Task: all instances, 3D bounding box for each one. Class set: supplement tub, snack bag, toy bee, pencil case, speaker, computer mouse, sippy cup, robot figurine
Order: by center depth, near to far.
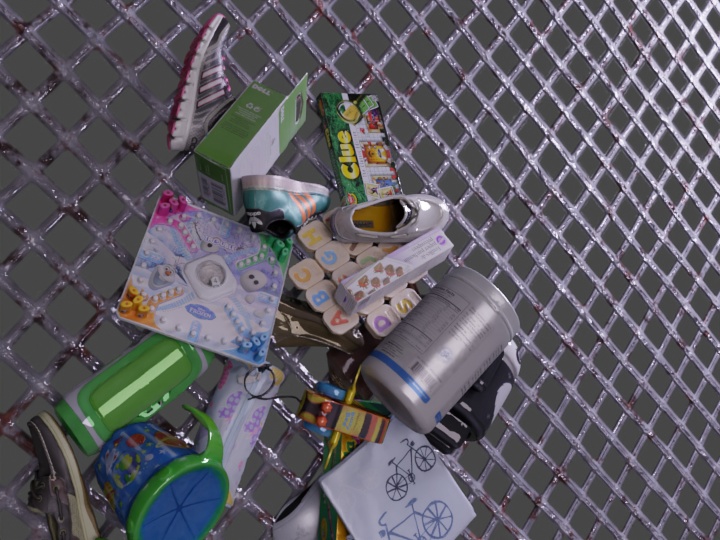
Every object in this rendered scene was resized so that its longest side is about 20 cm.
[{"bbox_3d":[-0.248,0.255,0.990,0.177,0.129,0.142,-33,136,-33],"label":"sippy cup"},{"bbox_3d":[-0.042,0.188,1.048,0.196,0.108,0.134,0,93,-21],"label":"toy bee"},{"bbox_3d":[-0.284,0.144,1.049,0.199,0.088,0.089,-38,101,-26],"label":"speaker"},{"bbox_3d":[-0.171,0.211,1.098,0.082,0.090,0.203,30,72,-26],"label":"pencil case"},{"bbox_3d":[0.107,0.108,1.120,0.200,0.132,0.132,-44,104,-16],"label":"supplement tub"},{"bbox_3d":[0.049,0.316,1.130,0.188,0.021,0.202,-35,94,-33],"label":"snack bag"},{"bbox_3d":[-0.040,0.328,1.180,0.200,0.044,0.111,-41,104,-25],"label":"computer mouse"},{"bbox_3d":[0.160,0.173,1.230,0.201,0.149,0.125,-54,125,-26],"label":"robot figurine"}]

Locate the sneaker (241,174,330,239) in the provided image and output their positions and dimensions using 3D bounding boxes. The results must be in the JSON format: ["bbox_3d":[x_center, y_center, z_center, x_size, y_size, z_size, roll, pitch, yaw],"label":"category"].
[{"bbox_3d":[-0.103,-0.083,1.144,0.199,0.070,0.082,2,89,-64],"label":"sneaker"}]

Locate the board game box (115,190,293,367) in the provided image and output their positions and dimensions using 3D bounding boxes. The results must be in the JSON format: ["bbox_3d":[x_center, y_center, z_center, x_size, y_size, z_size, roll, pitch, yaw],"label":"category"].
[{"bbox_3d":[-0.196,0.005,1.085,0.197,0.026,0.203,20,53,-13],"label":"board game box"}]

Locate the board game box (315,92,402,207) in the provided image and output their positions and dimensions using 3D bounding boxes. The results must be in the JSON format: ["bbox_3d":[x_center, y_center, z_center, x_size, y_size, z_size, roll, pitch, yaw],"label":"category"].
[{"bbox_3d":[0.002,-0.174,1.245,0.103,0.023,0.204,-6,74,-28],"label":"board game box"}]

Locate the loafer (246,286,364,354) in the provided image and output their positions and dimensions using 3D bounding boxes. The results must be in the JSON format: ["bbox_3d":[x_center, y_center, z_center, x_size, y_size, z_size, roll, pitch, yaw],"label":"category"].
[{"bbox_3d":[-0.091,0.078,1.163,0.197,0.076,0.068,23,100,-5],"label":"loafer"}]

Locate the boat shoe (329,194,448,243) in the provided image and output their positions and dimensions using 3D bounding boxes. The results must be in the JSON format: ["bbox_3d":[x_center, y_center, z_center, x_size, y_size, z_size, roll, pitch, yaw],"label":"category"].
[{"bbox_3d":[0.055,-0.077,1.185,0.197,0.069,0.073,-4,86,-30],"label":"boat shoe"}]

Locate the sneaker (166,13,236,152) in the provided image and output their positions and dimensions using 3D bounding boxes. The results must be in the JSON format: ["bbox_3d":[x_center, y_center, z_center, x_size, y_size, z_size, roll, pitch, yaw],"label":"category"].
[{"bbox_3d":[-0.206,-0.252,1.144,0.086,0.073,0.204,17,81,-24],"label":"sneaker"}]

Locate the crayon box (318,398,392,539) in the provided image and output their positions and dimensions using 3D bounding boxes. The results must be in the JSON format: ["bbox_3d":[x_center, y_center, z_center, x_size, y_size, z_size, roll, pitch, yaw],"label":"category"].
[{"bbox_3d":[0.008,0.289,1.160,0.117,0.058,0.204,11,73,-28],"label":"crayon box"}]

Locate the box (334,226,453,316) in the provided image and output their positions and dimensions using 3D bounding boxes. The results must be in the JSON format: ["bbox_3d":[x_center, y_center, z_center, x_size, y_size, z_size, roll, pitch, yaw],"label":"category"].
[{"bbox_3d":[0.049,0.000,1.163,0.198,0.042,0.039,-30,71,-33],"label":"box"}]

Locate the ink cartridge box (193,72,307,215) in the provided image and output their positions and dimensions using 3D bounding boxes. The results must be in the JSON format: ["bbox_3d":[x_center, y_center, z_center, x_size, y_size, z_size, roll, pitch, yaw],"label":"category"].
[{"bbox_3d":[-0.147,-0.186,1.134,0.059,0.104,0.201,26,60,11],"label":"ink cartridge box"}]

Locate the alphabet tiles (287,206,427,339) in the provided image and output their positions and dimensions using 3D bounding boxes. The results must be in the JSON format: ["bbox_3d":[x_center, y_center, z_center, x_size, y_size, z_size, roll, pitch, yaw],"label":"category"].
[{"bbox_3d":[0.000,0.000,1.177,0.194,0.015,0.201,-32,75,-32],"label":"alphabet tiles"}]

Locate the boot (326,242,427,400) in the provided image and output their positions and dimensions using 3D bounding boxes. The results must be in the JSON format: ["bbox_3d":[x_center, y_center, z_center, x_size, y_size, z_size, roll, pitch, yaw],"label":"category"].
[{"bbox_3d":[0.004,0.073,1.228,0.200,0.064,0.187,-42,94,-17],"label":"boot"}]

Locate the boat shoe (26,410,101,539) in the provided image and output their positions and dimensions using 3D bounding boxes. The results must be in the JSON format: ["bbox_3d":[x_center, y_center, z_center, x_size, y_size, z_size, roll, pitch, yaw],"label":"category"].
[{"bbox_3d":[-0.369,0.274,0.997,0.065,0.071,0.205,-22,99,-33],"label":"boat shoe"}]
